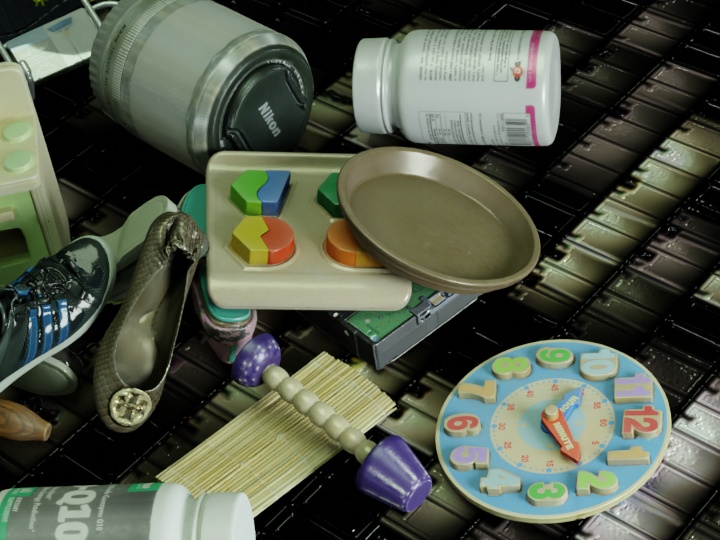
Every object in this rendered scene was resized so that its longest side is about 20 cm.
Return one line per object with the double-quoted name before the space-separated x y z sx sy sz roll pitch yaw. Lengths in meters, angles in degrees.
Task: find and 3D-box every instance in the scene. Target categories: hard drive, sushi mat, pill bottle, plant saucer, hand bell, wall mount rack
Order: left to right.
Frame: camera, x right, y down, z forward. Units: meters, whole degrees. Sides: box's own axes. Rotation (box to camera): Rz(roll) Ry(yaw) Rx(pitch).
"hand bell" -0.368 0.115 1.586 0.198 0.105 0.105 16 46 8
"wall mount rack" -0.353 -0.287 1.984 0.199 0.075 0.174 -27 67 -18
"pill bottle" -0.187 0.224 1.393 0.197 0.114 0.114 -3 42 7
"sushi mat" -0.071 0.147 1.530 0.199 0.012 0.095 -35 49 -25
"hard drive" 0.000 0.000 1.660 0.139 0.038 0.199 -35 47 -26
"plant saucer" 0.068 -0.043 1.626 0.198 0.030 0.201 16 34 -11
"pill bottle" 0.097 -0.184 1.787 0.198 0.114 0.114 3 43 13

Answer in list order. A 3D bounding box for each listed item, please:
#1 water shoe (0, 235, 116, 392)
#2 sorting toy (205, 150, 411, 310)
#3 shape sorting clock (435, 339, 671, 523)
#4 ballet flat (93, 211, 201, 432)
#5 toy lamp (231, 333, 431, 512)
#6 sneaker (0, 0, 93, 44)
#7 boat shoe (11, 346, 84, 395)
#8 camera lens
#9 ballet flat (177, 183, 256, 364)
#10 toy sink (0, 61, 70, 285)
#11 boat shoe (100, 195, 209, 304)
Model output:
"water shoe" -0.289 0.039 1.534 0.071 0.079 0.200 38 72 19
"sorting toy" -0.050 -0.044 1.639 0.183 0.037 0.201 1 42 -6
"shape sorting clock" 0.160 0.129 1.489 0.197 0.040 0.201 -5 42 5
"ballet flat" -0.181 0.047 1.548 0.067 0.202 0.046 18 3 -31
"toy lamp" -0.022 0.130 1.494 0.058 0.059 0.200 -36 59 -27
"sneaker" -0.378 -0.318 2.053 0.199 0.075 0.082 -25 26 -20
"boat shoe" -0.329 0.060 1.629 0.199 0.072 0.061 14 51 27
"camera lens" -0.158 -0.188 1.803 0.199 0.161 0.160 30 54 35
"ballet flat" -0.138 0.008 1.651 0.068 0.072 0.201 -1 43 -18
"toy sink" -0.358 -0.076 1.688 0.129 0.201 0.113 -11 41 -4
"boat shoe" -0.221 0.000 1.638 0.201 0.060 0.073 -29 38 38
